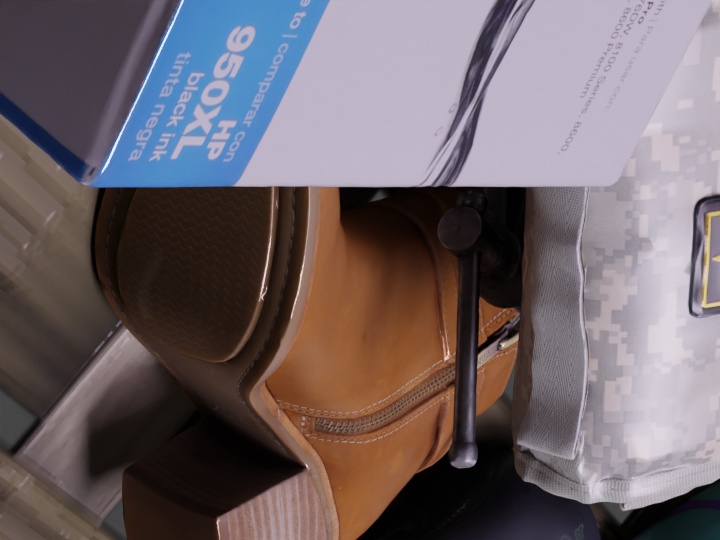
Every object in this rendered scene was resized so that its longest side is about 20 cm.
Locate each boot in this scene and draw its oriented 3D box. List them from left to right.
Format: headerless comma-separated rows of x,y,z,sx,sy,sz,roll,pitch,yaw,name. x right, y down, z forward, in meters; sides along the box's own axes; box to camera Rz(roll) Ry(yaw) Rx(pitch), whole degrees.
0.000,0.000,0.883,0.155,0.076,0.201,-32,134,-41,boot

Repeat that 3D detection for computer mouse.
0.025,0.145,1.030,0.200,0.053,0.139,-44,112,-24,computer mouse

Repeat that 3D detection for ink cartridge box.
-0.025,-0.089,0.691,0.200,0.144,0.084,-2,124,-51,ink cartridge box

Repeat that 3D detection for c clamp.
0.066,-0.005,0.941,0.200,0.027,0.172,30,61,-63,c clamp

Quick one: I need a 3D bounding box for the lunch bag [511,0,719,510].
0.112,-0.038,0.861,0.200,0.117,0.165,-36,134,-48,lunch bag

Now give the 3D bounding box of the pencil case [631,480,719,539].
0.150,0.142,1.197,0.200,0.092,0.085,-30,159,-30,pencil case
